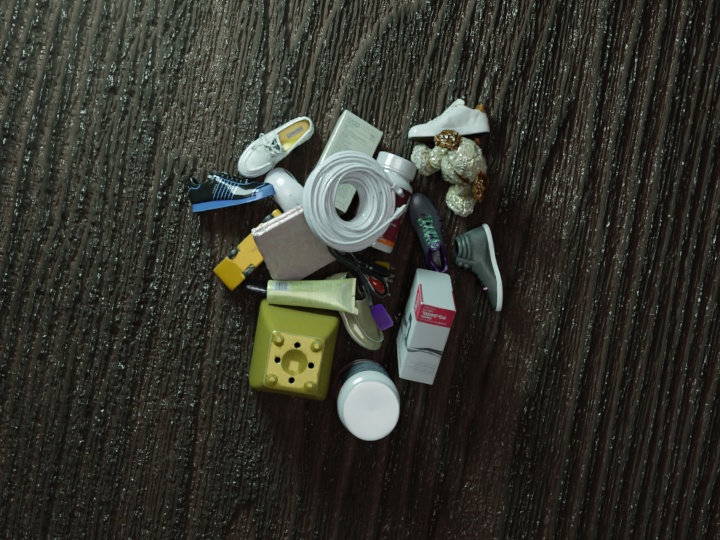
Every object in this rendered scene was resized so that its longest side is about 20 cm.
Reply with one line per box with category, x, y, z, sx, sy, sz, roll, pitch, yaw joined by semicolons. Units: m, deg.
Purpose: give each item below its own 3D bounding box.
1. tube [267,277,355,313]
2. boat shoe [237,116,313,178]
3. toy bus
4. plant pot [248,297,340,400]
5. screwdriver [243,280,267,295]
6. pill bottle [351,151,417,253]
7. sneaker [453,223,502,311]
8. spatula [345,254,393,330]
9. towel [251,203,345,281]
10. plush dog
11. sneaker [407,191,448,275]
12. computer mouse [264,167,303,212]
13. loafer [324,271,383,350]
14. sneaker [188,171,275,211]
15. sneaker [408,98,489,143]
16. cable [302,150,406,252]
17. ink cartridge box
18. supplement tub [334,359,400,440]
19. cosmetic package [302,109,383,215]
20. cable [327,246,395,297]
tube;-0.108;0.053;1.450;0.194;0.052;0.059;2;123;-1
boat shoe;-0.187;-0.275;1.454;0.199;0.086;0.076;-31;96;-3
toy bus;-0.237;-0.046;1.468;0.200;0.078;0.065;-44;96;-1
plant pot;-0.145;0.184;1.432;0.189;0.200;0.201;10;94;-6
screwdriver;-0.173;0.057;1.504;0.195;0.028;0.030;16;63;-3
pill bottle;0.052;-0.152;1.471;0.112;0.114;0.205;19;92;-6
sneaker;0.270;0.002;1.528;0.097;0.071;0.206;-13;89;-3
spatula;0.012;0.047;1.526;0.056;0.021;0.204;-24;92;21
towel;-0.128;-0.063;1.430;0.188;0.202;0.032;-29;53;-9
plush dog;0.227;-0.236;1.453;0.160;0.172;0.201;-42;96;0
sneaker;0.164;-0.084;1.500;0.073;0.088;0.205;-20;96;-4
computer mouse;-0.143;-0.147;1.488;0.110;0.044;0.200;-44;97;0
loafer;-0.007;0.089;1.488;0.068;0.076;0.202;-35;92;32
sneaker;-0.288;-0.184;1.452;0.194;0.070;0.080;-10;98;3
sneaker;0.197;-0.342;1.500;0.195;0.073;0.087;-10;91;-16
cable;-0.023;-0.142;1.344;0.200;0.069;0.201;-47;113;-13
ink cartridge box;0.141;0.124;1.448;0.081;0.146;0.204;11;119;-6
supplement tub;0.013;0.284;1.452;0.136;0.200;0.145;0;93;-5
cosmetic package;-0.040;-0.237;1.460;0.102;0.073;0.204;28;81;-12
cable;0.000;0.000;1.473;0.197;0.050;0.099;23;62;-25
